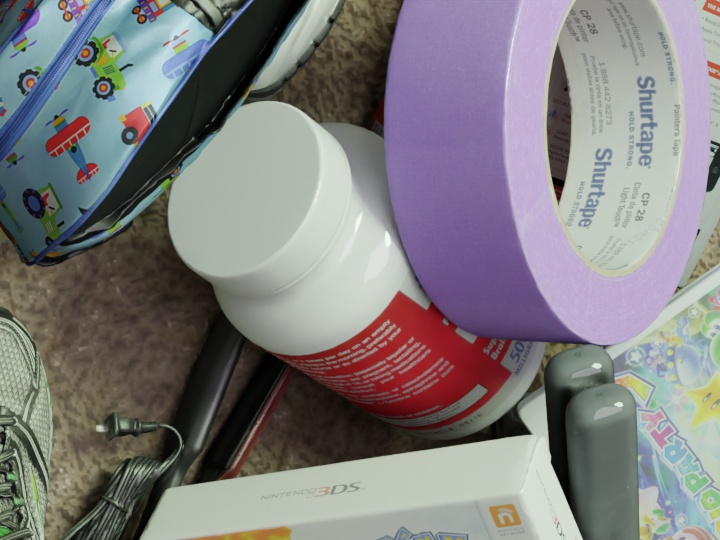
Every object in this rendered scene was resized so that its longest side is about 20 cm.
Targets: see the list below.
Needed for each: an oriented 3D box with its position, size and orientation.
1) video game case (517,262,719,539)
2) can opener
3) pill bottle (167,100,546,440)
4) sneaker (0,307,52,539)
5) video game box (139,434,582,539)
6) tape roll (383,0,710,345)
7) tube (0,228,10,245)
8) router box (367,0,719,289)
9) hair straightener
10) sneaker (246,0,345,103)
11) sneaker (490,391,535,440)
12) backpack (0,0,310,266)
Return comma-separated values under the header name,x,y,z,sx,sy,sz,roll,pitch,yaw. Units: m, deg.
name,x,y,z,sx,sy,sz,roll,pitch,yaw
video game case,0.197,0.069,0.947,0.199,0.018,0.144,-35,95,9
can opener,0.095,0.125,0.908,0.066,0.054,0.201,-16,132,-8
pill bottle,0.000,0.000,0.921,0.200,0.112,0.113,35,73,-51
sneaker,-0.168,0.116,0.887,0.077,0.085,0.202,0,89,-27
video game box,0.021,0.171,0.911,0.183,0.198,0.047,66,28,-25
tape roll,0.092,-0.067,0.896,0.199,0.065,0.202,-3,93,-54
tube,-0.196,-0.108,0.897,0.202,0.052,0.058,70,23,-7
router box,0.125,-0.103,1.023,0.199,0.049,0.181,18,106,-26
hair straightener,-0.105,0.099,0.952,0.077,0.041,0.201,35,79,-23
sneaker,-0.040,-0.181,0.973,0.086,0.074,0.202,17,75,-15
sneaker,0.078,0.132,1.007,0.200,0.075,0.115,-38,128,-28
backpack,-0.110,-0.106,0.830,0.134,0.182,0.201,38,79,-12
